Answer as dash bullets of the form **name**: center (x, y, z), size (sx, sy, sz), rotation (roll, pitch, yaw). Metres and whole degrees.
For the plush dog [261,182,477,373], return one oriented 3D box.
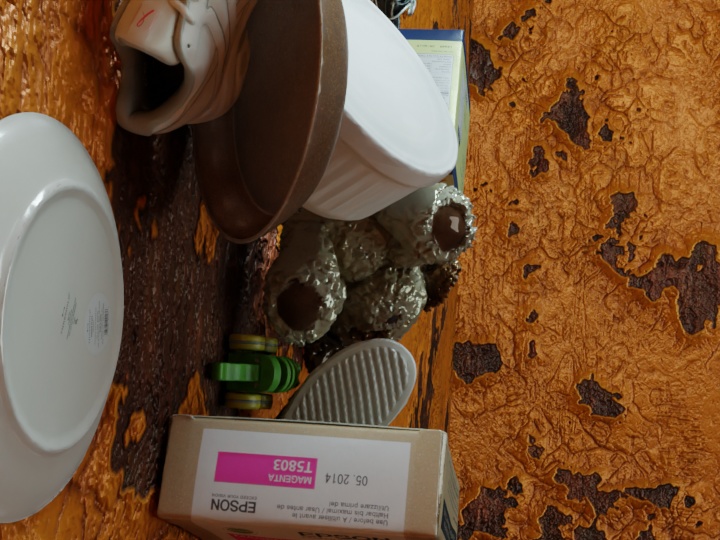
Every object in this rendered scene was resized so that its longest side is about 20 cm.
- **plush dog**: center (0.000, 0.000, 0.909), size (0.161, 0.198, 0.173), rotation (51, -14, 46)

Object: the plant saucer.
- **plant saucer**: center (-0.058, -0.118, 0.643), size (0.199, 0.034, 0.204), rotation (-4, -95, 61)

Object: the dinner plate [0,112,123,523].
- **dinner plate**: center (-0.156, 0.024, 0.511), size (0.200, 0.024, 0.204), rotation (4, 90, -80)

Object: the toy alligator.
- **toy alligator**: center (-0.075, 0.089, 0.875), size (0.200, 0.053, 0.060), rotation (34, 60, -78)

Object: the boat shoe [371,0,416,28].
- **boat shoe**: center (0.042, -0.365, 1.341), size (0.200, 0.067, 0.075), rotation (69, 26, -66)

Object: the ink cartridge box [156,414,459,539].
- **ink cartridge box**: center (-0.030, 0.167, 0.749), size (0.165, 0.196, 0.076), rotation (67, 27, -65)

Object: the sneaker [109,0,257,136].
- **sneaker**: center (-0.095, -0.159, 0.569), size (0.100, 0.077, 0.202), rotation (-54, 162, -54)

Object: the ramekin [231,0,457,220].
- **ramekin**: center (-0.022, -0.132, 0.786), size (0.202, 0.094, 0.204), rotation (37, 33, -29)

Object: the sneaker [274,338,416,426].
- **sneaker**: center (-0.031, 0.131, 0.881), size (0.200, 0.079, 0.079), rotation (-43, 177, 8)

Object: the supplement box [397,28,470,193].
- **supplement box**: center (0.075, -0.188, 1.388), size (0.200, 0.132, 0.203), rotation (68, 27, -66)
